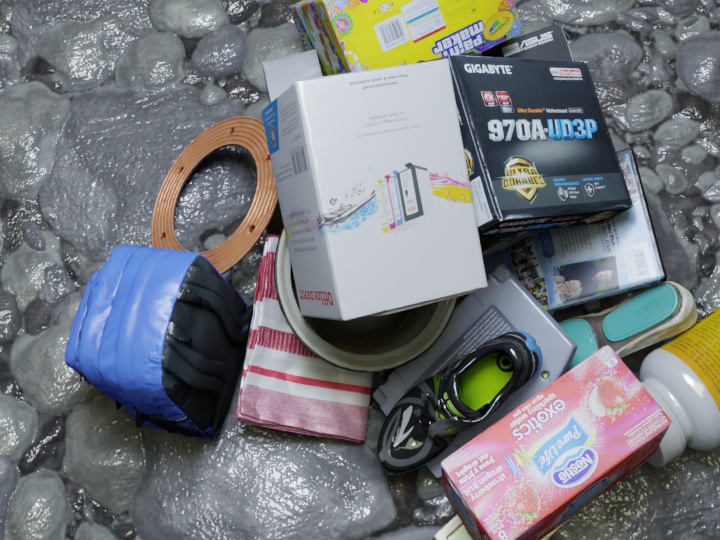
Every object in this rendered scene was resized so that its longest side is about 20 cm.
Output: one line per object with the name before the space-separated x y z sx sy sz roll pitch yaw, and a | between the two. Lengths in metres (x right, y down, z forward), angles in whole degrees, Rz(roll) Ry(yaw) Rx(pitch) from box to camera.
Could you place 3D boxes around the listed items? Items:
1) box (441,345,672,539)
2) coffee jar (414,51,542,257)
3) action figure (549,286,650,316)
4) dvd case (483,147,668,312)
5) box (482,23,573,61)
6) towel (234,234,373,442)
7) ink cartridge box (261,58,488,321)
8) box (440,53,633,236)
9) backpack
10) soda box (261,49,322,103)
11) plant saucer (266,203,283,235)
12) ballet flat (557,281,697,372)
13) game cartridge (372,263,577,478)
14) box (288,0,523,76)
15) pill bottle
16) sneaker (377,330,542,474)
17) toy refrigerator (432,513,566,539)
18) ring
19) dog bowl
box | 0.178 0.175 0.873 0.198 0.100 0.096 -32 63 -10
coffee jar | 0.112 -0.119 0.944 0.103 0.085 0.203 -19 83 -40
action figure | 0.209 -0.037 1.046 0.197 0.105 0.197 -20 60 17
dvd case | 0.205 -0.032 0.981 0.197 0.018 0.145 -17 70 21
box | 0.150 -0.172 1.047 0.196 0.044 0.163 -16 60 13
towel | -0.048 0.071 0.998 0.141 0.023 0.204 11 80 -12
ink cartridge box | 0.009 -0.068 0.848 0.142 0.147 0.204 -12 94 -18
box | 0.163 -0.121 0.896 0.197 0.046 0.162 -6 76 -38
backpack | -0.210 0.072 0.943 0.164 0.201 0.166 5 69 8
soda box | -0.059 -0.143 1.057 0.067 0.064 0.203 -12 69 -4
plant saucer | -0.018 -0.082 1.085 0.196 0.037 0.204 -1 70 2
ballet flat | 0.260 0.075 0.984 0.198 0.062 0.069 -26 54 30
game cartridge | 0.120 0.111 0.966 0.200 0.041 0.134 -46 68 14
box | 0.044 -0.286 1.063 0.197 0.193 0.124 -27 109 -8
pill bottle | 0.359 0.111 0.956 0.198 0.113 0.114 -31 71 -10
sneaker | 0.088 0.126 0.915 0.199 0.082 0.071 -40 74 18
toy refrigerator | 0.169 0.232 0.939 0.199 0.070 0.076 -38 72 -13
ring | -0.160 -0.079 1.053 0.198 0.019 0.204 -16 61 31
dog bowl | 0.000 0.000 0.961 0.196 0.074 0.205 0 89 -18
